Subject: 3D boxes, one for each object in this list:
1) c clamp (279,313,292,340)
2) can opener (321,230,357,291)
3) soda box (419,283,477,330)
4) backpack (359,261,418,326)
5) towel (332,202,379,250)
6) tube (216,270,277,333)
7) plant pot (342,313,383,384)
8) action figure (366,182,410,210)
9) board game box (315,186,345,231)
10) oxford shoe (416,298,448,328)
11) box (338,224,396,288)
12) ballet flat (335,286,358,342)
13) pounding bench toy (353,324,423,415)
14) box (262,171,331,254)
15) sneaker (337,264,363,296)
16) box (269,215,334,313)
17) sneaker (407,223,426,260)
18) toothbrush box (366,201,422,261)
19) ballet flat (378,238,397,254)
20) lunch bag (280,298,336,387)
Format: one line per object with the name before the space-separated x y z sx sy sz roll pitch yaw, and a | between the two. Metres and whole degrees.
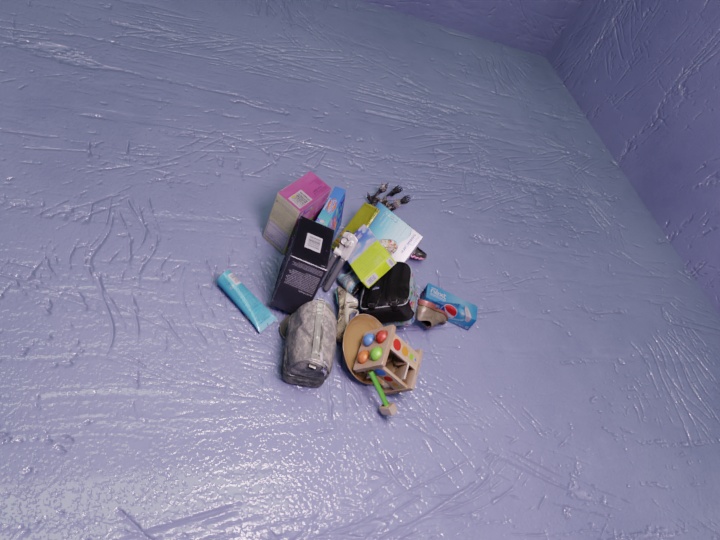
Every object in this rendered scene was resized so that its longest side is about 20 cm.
c clamp | -0.151 0.169 1.626 0.199 0.027 0.171 39 45 7
can opener | -0.072 -0.029 1.748 0.052 0.204 0.066 29 0 2
soda box | 0.300 0.124 1.880 0.196 0.065 0.069 24 45 -7
backpack | 0.095 0.074 1.727 0.172 0.152 0.204 -8 48 17
towel | -0.020 -0.142 1.862 0.085 0.018 0.202 30 79 42
tube | -0.331 0.087 1.588 0.200 0.051 0.077 45 50 6
plant pot | 0.015 0.231 1.615 0.197 0.027 0.206 17 65 -40
action figure | 0.100 -0.271 2.079 0.198 0.102 0.120 -27 80 -42
board game box | -0.105 -0.158 1.834 0.044 0.155 0.202 17 45 6
oxford shoe | 0.226 0.152 1.786 0.199 0.069 0.077 32 73 -52
box | 0.018 -0.048 1.745 0.048 0.121 0.201 46 5 -41
ballet flat | -0.039 0.127 1.682 0.073 0.069 0.204 -14 45 15
pounding bench toy | 0.064 0.280 1.538 0.155 0.123 0.204 40 51 -27
box | -0.205 -0.186 1.771 0.096 0.202 0.176 38 45 8
sneaker | 0.000 0.000 1.817 0.085 0.079 0.199 35 41 16
box | -0.170 -0.011 1.630 0.120 0.201 0.203 21 37 -11
sneaker | 0.164 -0.114 1.974 0.197 0.097 0.079 34 4 0
toothbrush box | 0.096 -0.111 1.904 0.198 0.085 0.148 37 85 8
ballet flat | 0.032 -0.059 1.829 0.077 0.195 0.065 61 41 -32
lunch bag | -0.134 0.199 1.493 0.135 0.169 0.205 11 56 -11
